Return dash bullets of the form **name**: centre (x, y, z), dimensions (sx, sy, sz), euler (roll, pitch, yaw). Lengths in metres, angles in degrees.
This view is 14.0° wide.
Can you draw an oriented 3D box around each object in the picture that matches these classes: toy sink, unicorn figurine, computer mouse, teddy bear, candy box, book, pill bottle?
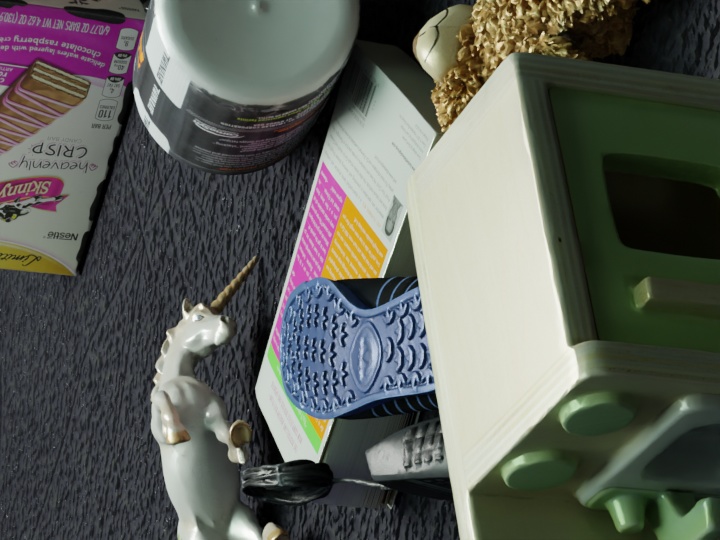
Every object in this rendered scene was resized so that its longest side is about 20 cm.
- **toy sink**: centre (0.109, 0.031, 1.119), dimensions (0.112, 0.130, 0.201), euler (130, 140, -51)
- **unicorn figurine**: centre (-0.082, 0.099, 1.592), dimensions (0.137, 0.074, 0.201), euler (-153, 64, -76)
- **computer mouse**: centre (0.011, 0.089, 1.371), dimensions (0.200, 0.059, 0.034), euler (-8, 70, 47)
- **teddy bear**: centre (0.081, -0.126, 1.290), dimensions (0.200, 0.067, 0.145), euler (148, 126, -60)
- **candy box**: centre (-0.227, -0.098, 1.890), dimensions (0.061, 0.136, 0.200), euler (-115, 37, -51)
- **book**: centre (0.000, 0.000, 1.473), dimensions (0.134, 0.048, 0.201), euler (-127, 50, -59)
- **pill bottle**: centre (-0.065, -0.111, 1.540), dimensions (0.200, 0.106, 0.107), euler (126, 145, -75)

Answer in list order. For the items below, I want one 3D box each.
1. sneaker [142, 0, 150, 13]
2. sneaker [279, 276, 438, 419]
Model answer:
- **sneaker**: centre (-0.104, -0.206, 1.693), dimensions (0.200, 0.087, 0.076), euler (-114, 38, -50)
- **sneaker**: centre (0.032, 0.037, 1.345), dimensions (0.200, 0.078, 0.070), euler (-1, 85, 63)
